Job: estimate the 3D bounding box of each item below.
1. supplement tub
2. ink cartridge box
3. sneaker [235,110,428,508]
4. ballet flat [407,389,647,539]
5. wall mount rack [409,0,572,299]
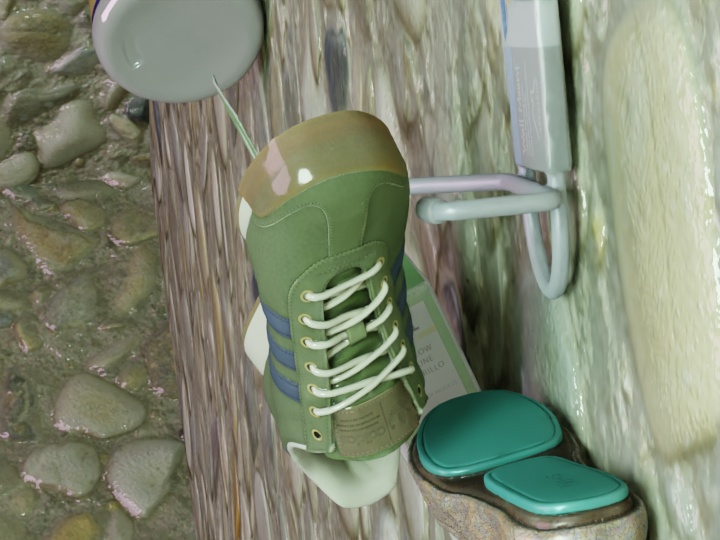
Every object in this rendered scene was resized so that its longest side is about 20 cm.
[{"bbox_3d":[-0.162,-0.256,1.926,0.146,0.144,0.201,94,168,-45],"label":"supplement tub"},{"bbox_3d":[0.000,0.000,1.034,0.146,0.048,0.201,-125,10,-75],"label":"ink cartridge box"},{"bbox_3d":[-0.002,0.025,0.848,0.200,0.067,0.090,100,149,-64],"label":"sneaker"},{"bbox_3d":[0.060,0.097,0.858,0.200,0.068,0.068,-129,28,-79],"label":"ballet flat"},{"bbox_3d":[0.032,-0.088,0.897,0.174,0.074,0.202,-148,52,-80],"label":"wall mount rack"}]
